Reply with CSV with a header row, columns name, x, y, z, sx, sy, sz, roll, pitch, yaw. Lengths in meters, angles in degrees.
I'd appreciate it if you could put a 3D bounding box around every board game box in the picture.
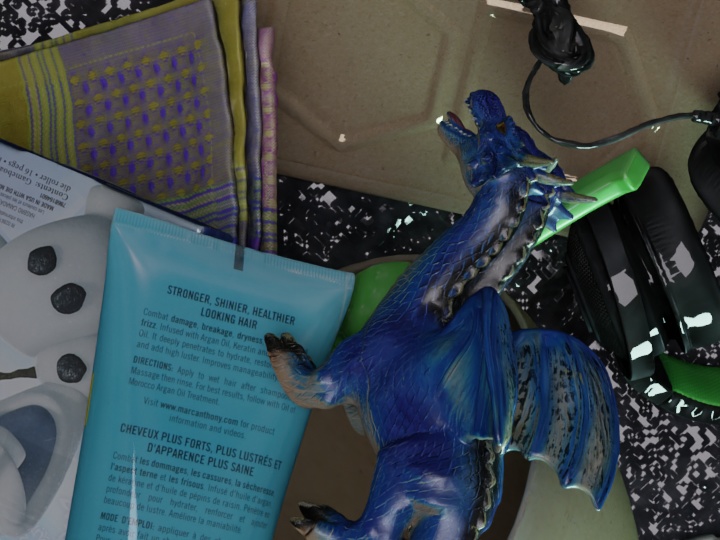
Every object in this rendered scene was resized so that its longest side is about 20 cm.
name,x,y,z,sx,sy,sz,roll,pitch,yaw
board game box,-0.168,0.043,0.793,0.199,0.043,0.200,23,91,13

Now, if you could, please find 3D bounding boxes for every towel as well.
name,x,y,z,sx,sy,sz,roll,pitch,yaw
towel,-0.091,0.011,0.829,0.143,0.023,0.201,-8,74,31

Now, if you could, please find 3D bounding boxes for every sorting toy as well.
name,x,y,z,sx,sy,sz,roll,pitch,yaw
sorting toy,0.041,-0.104,0.843,0.199,0.037,0.186,10,122,-4

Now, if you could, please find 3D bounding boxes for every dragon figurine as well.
name,x,y,z,sx,sy,sz,roll,pitch,yaw
dragon figurine,0.033,0.042,0.697,0.099,0.201,0.059,-31,140,26

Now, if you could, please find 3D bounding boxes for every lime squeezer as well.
name,x,y,z,sx,sy,sz,roll,pitch,yaw
lime squeezer,0.000,0.000,0.805,0.038,0.199,0.071,31,64,-36

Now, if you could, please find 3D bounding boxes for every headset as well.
name,x,y,z,sx,sy,sz,roll,pitch,yaw
headset,0.117,-0.028,0.839,0.123,0.094,0.200,-37,130,16

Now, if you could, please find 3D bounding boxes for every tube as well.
name,x,y,z,sx,sy,sz,roll,pitch,yaw
tube,-0.059,0.088,0.737,0.077,0.050,0.201,16,83,-21

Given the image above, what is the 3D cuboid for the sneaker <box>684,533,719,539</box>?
name,x,y,z,sx,sy,sz,roll,pitch,yaw
sneaker,0.169,0.130,0.852,0.199,0.116,0.075,-10,95,0

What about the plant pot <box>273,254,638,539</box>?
name,x,y,z,sx,sy,sz,roll,pitch,yaw
plant pot,0.018,0.114,0.830,0.200,0.200,0.134,-47,125,4
